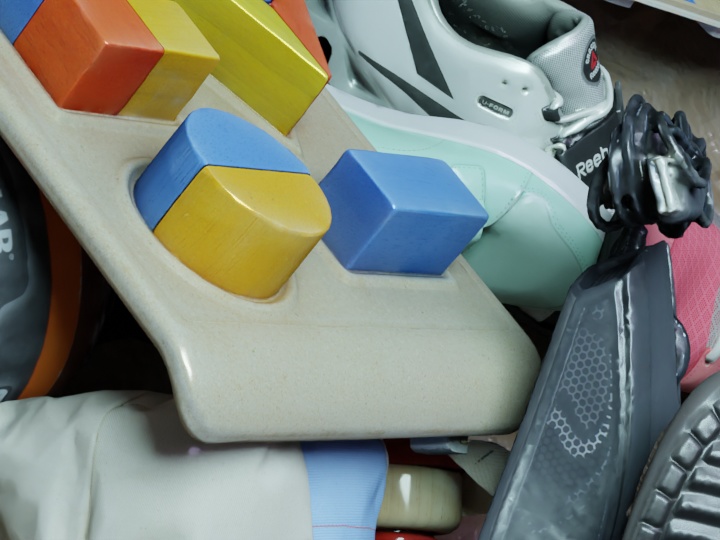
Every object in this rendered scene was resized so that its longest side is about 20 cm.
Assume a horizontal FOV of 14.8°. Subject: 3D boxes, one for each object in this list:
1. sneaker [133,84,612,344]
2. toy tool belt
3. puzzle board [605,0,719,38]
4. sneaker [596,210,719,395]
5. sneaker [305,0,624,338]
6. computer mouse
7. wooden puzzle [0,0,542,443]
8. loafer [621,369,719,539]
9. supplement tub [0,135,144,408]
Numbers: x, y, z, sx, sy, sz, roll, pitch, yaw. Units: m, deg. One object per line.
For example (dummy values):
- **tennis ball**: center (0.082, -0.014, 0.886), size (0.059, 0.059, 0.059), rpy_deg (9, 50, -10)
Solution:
- **sneaker**: center (-0.001, 0.000, 0.959), size (0.199, 0.074, 0.119), rpy_deg (21, 48, -18)
- **toy tool belt**: center (-0.037, 0.107, 0.855), size (0.199, 0.124, 0.124), rpy_deg (13, 77, -52)
- **puzzle board**: center (0.112, -0.141, 1.131), size (0.199, 0.017, 0.151), rpy_deg (12, 34, -37)
- **sneaker**: center (0.147, 0.017, 1.009), size (0.200, 0.086, 0.074), rpy_deg (19, 86, -60)
- **sneaker**: center (0.068, -0.050, 1.038), size (0.200, 0.088, 0.074), rpy_deg (46, 45, -11)
- **computer mouse**: center (0.079, 0.050, 0.856), size (0.052, 0.201, 0.138), rpy_deg (19, 4, 10)
- **wooden puzzle**: center (-0.035, -0.040, 0.841), size (0.185, 0.046, 0.201), rpy_deg (4, 47, -55)
- **loafer**: center (0.098, 0.121, 0.826), size (0.072, 0.071, 0.202), rpy_deg (12, 98, -6)
- **supplement tub**: center (-0.148, -0.003, 0.819), size (0.199, 0.107, 0.108), rpy_deg (-10, 73, -41)
